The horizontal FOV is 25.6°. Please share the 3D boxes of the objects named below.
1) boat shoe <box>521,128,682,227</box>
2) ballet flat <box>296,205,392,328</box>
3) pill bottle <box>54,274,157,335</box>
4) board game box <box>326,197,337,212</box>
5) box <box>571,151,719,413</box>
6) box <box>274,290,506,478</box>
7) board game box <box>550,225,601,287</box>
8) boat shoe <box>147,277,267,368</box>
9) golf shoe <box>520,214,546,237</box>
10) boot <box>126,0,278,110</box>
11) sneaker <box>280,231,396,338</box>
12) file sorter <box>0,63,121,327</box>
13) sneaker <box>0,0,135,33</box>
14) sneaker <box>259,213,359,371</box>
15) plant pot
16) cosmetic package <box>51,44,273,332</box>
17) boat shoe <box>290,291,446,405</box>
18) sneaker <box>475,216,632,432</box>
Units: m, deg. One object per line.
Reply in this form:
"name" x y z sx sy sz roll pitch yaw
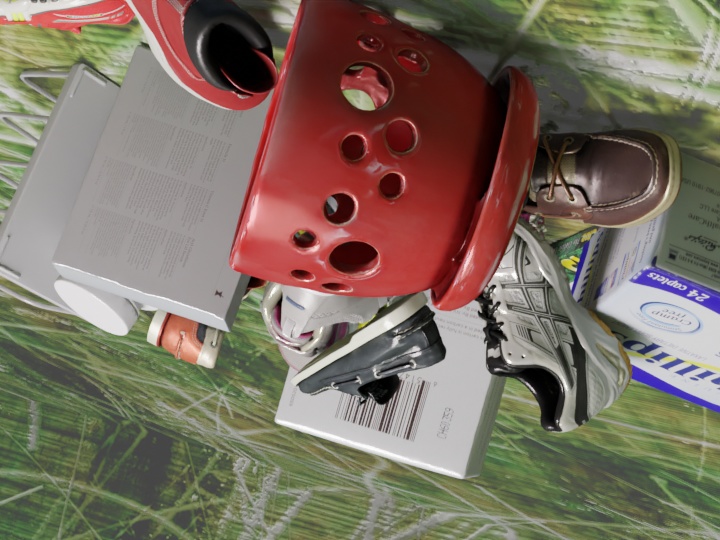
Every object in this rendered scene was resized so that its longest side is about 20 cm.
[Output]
"boat shoe" 0.149 -0.068 1.160 0.072 0.073 0.200 -2 -176 -33
"ballet flat" -0.013 -0.015 1.451 0.067 0.067 0.201 -15 118 16
"pill bottle" -0.182 -0.045 1.400 0.112 0.200 0.113 28 157 13
"board game box" 0.054 -0.032 1.401 0.200 0.035 0.126 28 -169 -29
"box" 0.277 0.020 1.231 0.183 0.105 0.200 21 157 -5
"box" 0.044 0.085 1.566 0.198 0.201 0.131 15 176 11
"board game box" 0.233 -0.005 1.401 0.104 0.024 0.200 25 164 -12
"boat shoe" -0.112 0.003 1.365 0.062 0.200 0.071 24 138 8
"golf shoe" 0.087 -0.062 1.320 0.091 0.075 0.200 29 173 39
"boot" -0.090 -0.144 1.111 0.144 0.072 0.200 46 178 31
"sneaker" 0.000 0.000 1.254 0.075 0.082 0.200 40 -149 27
"file sorter" -0.280 -0.072 1.467 0.124 0.201 0.139 9 162 46
"sneaker" -0.247 -0.206 1.195 0.199 0.077 0.085 9 167 35
"sneaker" -0.052 0.036 1.395 0.081 0.088 0.200 30 146 14
"plant pot" 0.017 -0.071 1.099 0.182 0.201 0.200 18 165 -5
"cosmetic package" -0.145 -0.068 1.300 0.150 0.201 0.052 18 166 8
"boat shoe" 0.010 0.079 1.321 0.066 0.074 0.199 54 139 0
"sneaker" 0.119 0.034 1.202 0.200 0.088 0.076 50 158 0
